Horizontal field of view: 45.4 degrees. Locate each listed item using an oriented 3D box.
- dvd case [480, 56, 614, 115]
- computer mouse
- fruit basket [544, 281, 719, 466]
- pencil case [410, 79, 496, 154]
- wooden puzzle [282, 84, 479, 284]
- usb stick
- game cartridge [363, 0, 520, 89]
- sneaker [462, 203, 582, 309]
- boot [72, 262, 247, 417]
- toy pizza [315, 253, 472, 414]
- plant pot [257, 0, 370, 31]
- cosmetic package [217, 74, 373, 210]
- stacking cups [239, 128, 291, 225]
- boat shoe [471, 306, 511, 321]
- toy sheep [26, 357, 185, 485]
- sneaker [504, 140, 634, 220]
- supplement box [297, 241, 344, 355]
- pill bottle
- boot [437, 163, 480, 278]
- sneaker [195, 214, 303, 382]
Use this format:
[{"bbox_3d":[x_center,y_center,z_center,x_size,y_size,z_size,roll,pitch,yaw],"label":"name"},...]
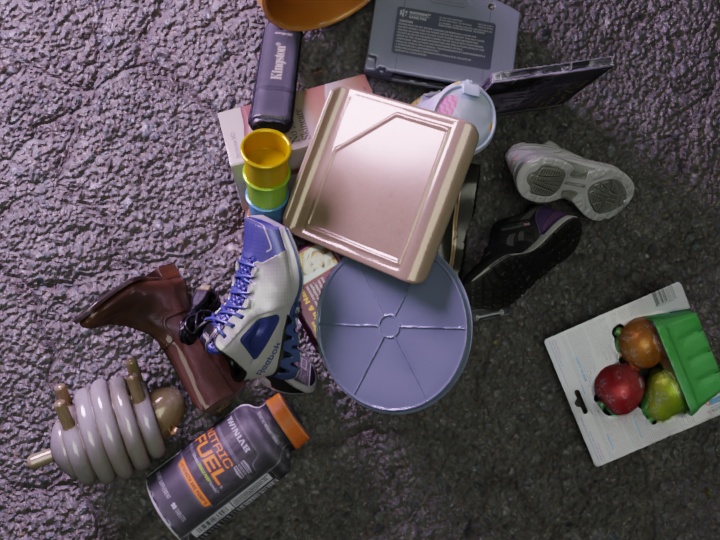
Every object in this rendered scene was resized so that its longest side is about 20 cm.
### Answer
[{"bbox_3d":[0.211,-0.224,1.080,0.146,0.200,0.016,-9,89,-6],"label":"dvd case"},{"bbox_3d":[-0.141,0.103,1.093,0.199,0.110,0.044,38,112,-17],"label":"computer mouse"},{"bbox_3d":[0.370,0.139,1.155,0.197,0.094,0.188,-24,90,10],"label":"fruit basket"},{"bbox_3d":[0.106,-0.183,1.073,0.082,0.200,0.092,26,93,-10],"label":"pencil case"},{"bbox_3d":[0.021,-0.102,0.990,0.197,0.037,0.188,22,93,28],"label":"wooden puzzle"},{"bbox_3d":[-0.105,-0.245,1.081,0.054,0.033,0.203,-1,51,4],"label":"usb stick"},{"bbox_3d":[0.110,-0.309,1.145,0.196,0.042,0.136,10,75,-2],"label":"game cartridge"},{"bbox_3d":[0.191,-0.021,1.118,0.198,0.087,0.077,-30,132,-27],"label":"sneaker"},{"bbox_3d":[-0.234,0.103,1.053,0.064,0.186,0.202,-28,92,35],"label":"boot"},{"bbox_3d":[0.039,0.064,1.003,0.196,0.032,0.205,0,90,25],"label":"toy pizza"},{"bbox_3d":[-0.071,-0.439,1.073,0.198,0.201,0.185,-27,74,-5],"label":"plant pot"},{"bbox_3d":[-0.071,-0.163,1.090,0.196,0.088,0.105,-17,55,-6],"label":"cosmetic package"},{"bbox_3d":[-0.114,-0.077,1.042,0.059,0.202,0.061,3,52,-4],"label":"stacking cups"},{"bbox_3d":[0.105,0.066,1.131,0.197,0.072,0.069,-18,89,-13],"label":"boat shoe"},{"bbox_3d":[-0.310,0.194,1.055,0.196,0.138,0.140,-18,90,-10],"label":"toy sheep"},{"bbox_3d":[0.278,-0.132,1.147,0.197,0.100,0.079,15,121,-27],"label":"sneaker"},{"bbox_3d":[0.000,0.000,1.103,0.198,0.103,0.132,-30,92,-6],"label":"supplement box"},{"bbox_3d":[-0.160,0.241,1.080,0.199,0.106,0.107,-37,92,-6],"label":"pill bottle"},{"bbox_3d":[0.061,-0.036,1.034,0.136,0.077,0.204,11,90,9],"label":"boot"},{"bbox_3d":[-0.131,0.045,0.994,0.114,0.080,0.204,-13,110,-33],"label":"sneaker"}]
